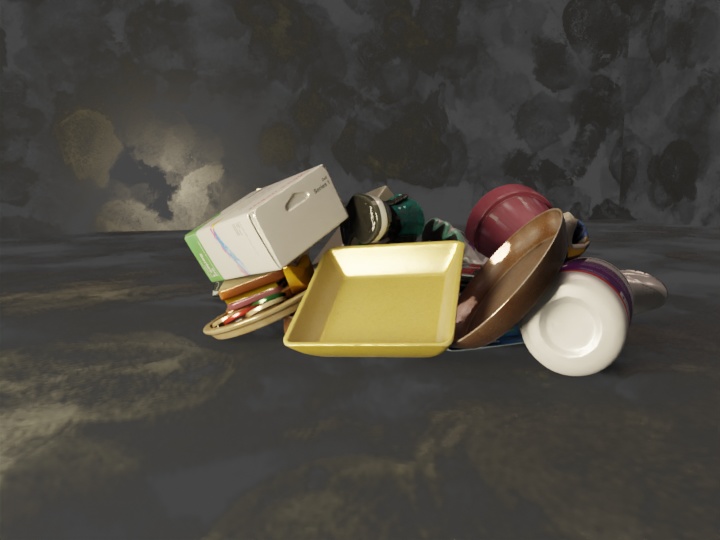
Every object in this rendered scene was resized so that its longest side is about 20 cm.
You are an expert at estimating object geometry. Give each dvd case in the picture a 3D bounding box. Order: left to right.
[{"bbox_3d":[0.156,0.007,0.814,0.196,0.022,0.146,7,9,17],"label":"dvd case"}]

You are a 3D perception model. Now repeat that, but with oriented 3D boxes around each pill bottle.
[{"bbox_3d":[0.266,0.046,0.668,0.111,0.115,0.199,4,9,28],"label":"pill bottle"}]

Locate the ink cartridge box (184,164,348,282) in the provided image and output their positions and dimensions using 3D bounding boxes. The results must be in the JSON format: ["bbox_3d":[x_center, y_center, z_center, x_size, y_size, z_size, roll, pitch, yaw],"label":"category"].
[{"bbox_3d":[-0.135,-0.062,0.783,0.198,0.085,0.145,-8,26,50],"label":"ink cartridge box"}]

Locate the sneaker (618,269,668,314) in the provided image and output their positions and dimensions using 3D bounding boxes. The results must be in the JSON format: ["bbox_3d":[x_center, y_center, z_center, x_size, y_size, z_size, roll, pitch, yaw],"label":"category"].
[{"bbox_3d":[0.366,0.048,0.858,0.196,0.076,0.087,-4,18,22],"label":"sneaker"}]

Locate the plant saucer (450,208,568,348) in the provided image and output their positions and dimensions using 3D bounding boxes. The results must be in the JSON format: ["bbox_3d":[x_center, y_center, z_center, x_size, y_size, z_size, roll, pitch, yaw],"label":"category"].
[{"bbox_3d":[0.168,0.016,0.635,0.034,0.201,0.200,38,9,-2],"label":"plant saucer"}]

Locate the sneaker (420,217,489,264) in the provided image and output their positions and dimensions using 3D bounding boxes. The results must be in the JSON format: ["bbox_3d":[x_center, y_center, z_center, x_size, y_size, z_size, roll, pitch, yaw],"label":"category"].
[{"bbox_3d":[0.195,-0.007,0.974,0.201,0.078,0.139,54,25,22],"label":"sneaker"}]

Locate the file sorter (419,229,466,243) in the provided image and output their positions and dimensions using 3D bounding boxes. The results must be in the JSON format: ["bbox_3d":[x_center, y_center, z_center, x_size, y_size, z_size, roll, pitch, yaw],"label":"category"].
[{"bbox_3d":[0.104,-0.021,1.086,0.136,0.127,0.200,-3,8,-20],"label":"file sorter"}]

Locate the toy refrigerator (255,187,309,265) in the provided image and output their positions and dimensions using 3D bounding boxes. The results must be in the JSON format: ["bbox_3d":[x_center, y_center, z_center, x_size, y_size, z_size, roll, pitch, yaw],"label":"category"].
[{"bbox_3d":[-0.131,-0.038,0.945,0.074,0.204,0.070,2,9,11],"label":"toy refrigerator"}]

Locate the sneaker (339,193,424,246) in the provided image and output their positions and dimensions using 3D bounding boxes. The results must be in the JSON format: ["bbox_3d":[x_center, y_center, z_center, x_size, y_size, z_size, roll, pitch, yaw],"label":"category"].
[{"bbox_3d":[0.044,-0.074,0.829,0.118,0.085,0.200,-10,1,-14],"label":"sneaker"}]

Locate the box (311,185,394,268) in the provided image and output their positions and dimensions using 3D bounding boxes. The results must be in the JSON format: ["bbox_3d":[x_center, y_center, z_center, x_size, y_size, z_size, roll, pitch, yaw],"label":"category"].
[{"bbox_3d":[-0.001,-0.062,1.032,0.082,0.068,0.201,-13,37,54],"label":"box"}]

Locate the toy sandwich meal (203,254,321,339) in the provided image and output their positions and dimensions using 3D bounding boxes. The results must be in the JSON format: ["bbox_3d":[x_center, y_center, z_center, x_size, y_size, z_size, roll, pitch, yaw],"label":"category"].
[{"bbox_3d":[-0.139,0.027,0.782,0.202,0.071,0.205,-22,8,3],"label":"toy sandwich meal"}]

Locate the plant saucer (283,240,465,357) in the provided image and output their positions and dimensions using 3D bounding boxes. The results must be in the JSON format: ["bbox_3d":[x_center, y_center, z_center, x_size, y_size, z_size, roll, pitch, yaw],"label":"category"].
[{"bbox_3d":[0.028,0.041,0.690,0.196,0.049,0.201,-2,35,17],"label":"plant saucer"}]

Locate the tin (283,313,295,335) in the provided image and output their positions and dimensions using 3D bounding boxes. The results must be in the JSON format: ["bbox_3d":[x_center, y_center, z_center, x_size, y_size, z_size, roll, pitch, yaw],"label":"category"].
[{"bbox_3d":[-0.053,0.065,0.822,0.110,0.043,0.200,4,9,3],"label":"tin"}]

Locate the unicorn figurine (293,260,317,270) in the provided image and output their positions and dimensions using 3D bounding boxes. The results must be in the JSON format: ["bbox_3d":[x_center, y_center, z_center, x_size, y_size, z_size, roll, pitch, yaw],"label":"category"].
[{"bbox_3d":[0.000,0.000,0.908,0.135,0.075,0.199,-5,3,34],"label":"unicorn figurine"}]

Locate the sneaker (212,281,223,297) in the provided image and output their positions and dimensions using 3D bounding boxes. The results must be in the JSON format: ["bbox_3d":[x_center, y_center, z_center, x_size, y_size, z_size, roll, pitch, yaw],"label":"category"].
[{"bbox_3d":[-0.236,0.000,1.087,0.079,0.088,0.200,-1,9,5],"label":"sneaker"}]

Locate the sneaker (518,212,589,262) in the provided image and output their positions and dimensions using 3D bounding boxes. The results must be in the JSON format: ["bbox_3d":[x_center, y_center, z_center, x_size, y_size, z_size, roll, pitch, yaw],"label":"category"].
[{"bbox_3d":[0.285,-0.026,0.784,0.090,0.076,0.199,-38,-21,19],"label":"sneaker"}]

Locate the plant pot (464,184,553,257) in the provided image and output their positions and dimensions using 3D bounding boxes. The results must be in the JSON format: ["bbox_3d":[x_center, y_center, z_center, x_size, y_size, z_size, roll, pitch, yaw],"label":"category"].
[{"bbox_3d":[0.337,-0.056,1.145,0.196,0.204,0.179,-2,24,-13],"label":"plant pot"}]

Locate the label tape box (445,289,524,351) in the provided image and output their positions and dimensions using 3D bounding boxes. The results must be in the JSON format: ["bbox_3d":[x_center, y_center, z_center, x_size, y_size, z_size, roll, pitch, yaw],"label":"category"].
[{"bbox_3d":[0.132,0.055,0.783,0.141,0.068,0.199,-4,8,-21],"label":"label tape box"}]
